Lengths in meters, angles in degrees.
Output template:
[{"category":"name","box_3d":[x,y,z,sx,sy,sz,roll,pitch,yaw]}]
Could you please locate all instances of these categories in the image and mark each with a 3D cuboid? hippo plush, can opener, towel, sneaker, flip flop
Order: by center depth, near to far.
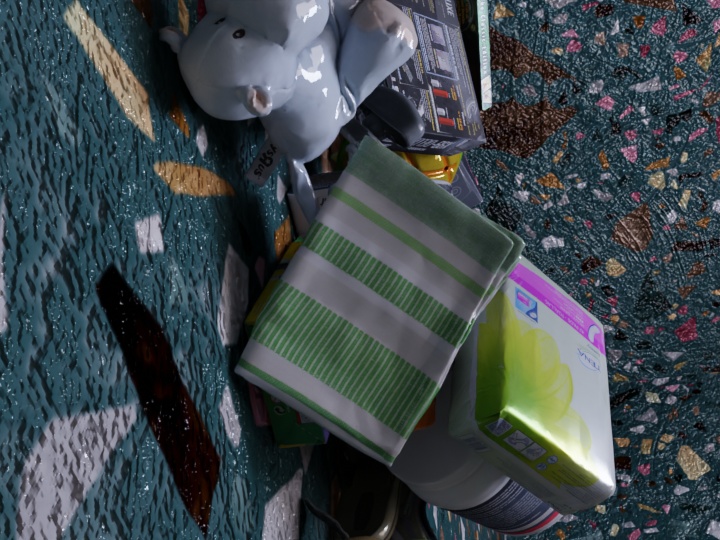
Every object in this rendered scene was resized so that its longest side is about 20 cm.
[{"category":"hippo plush","box_3d":[-0.075,-0.159,0.615,0.201,0.159,0.160,-59,153,14]},{"category":"towel","box_3d":[0.015,0.026,0.637,0.201,0.152,0.023,-59,-170,-3]},{"category":"can opener","box_3d":[-0.025,-0.150,0.723,0.200,0.066,0.053,44,-12,28]},{"category":"flip flop","box_3d":[0.005,0.191,0.858,0.058,0.080,0.201,58,28,-29]},{"category":"sneaker","box_3d":[0.041,0.304,0.878,0.074,0.080,0.202,33,60,-74]}]

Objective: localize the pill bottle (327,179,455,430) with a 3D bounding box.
[{"category":"pill bottle","box_3d":[0.026,0.028,0.705,0.106,0.105,0.202,-10,100,-78]}]

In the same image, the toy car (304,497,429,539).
[{"category":"toy car","box_3d":[-0.010,0.267,0.667,0.200,0.156,0.166,-143,-138,-65]}]

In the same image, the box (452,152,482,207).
[{"category":"box","box_3d":[0.065,-0.157,1.113,0.106,0.121,0.201,52,17,-40]}]

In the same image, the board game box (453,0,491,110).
[{"category":"board game box","box_3d":[0.085,-0.270,0.886,0.023,0.104,0.202,-24,117,-41]}]

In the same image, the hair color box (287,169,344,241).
[{"category":"hair color box","box_3d":[0.000,0.000,0.868,0.061,0.099,0.202,-69,149,-64]}]

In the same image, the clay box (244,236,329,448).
[{"category":"clay box","box_3d":[-0.044,0.050,0.751,0.200,0.047,0.116,-69,149,-65]}]

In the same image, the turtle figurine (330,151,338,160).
[{"category":"turtle figurine","box_3d":[-0.009,-0.222,0.982,0.199,0.143,0.196,2,103,-50]}]

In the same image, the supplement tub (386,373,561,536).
[{"category":"supplement tub","box_3d":[0.120,0.174,0.842,0.200,0.139,0.142,35,44,-45]}]

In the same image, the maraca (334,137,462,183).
[{"category":"maraca","box_3d":[0.031,-0.101,0.909,0.136,0.201,0.107,28,14,-26]}]

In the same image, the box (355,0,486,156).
[{"category":"box","box_3d":[0.039,-0.213,0.793,0.157,0.049,0.202,-5,81,-53]}]

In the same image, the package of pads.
[{"category":"package of pads","box_3d":[0.152,0.093,0.750,0.154,0.068,0.201,37,40,-24]}]
